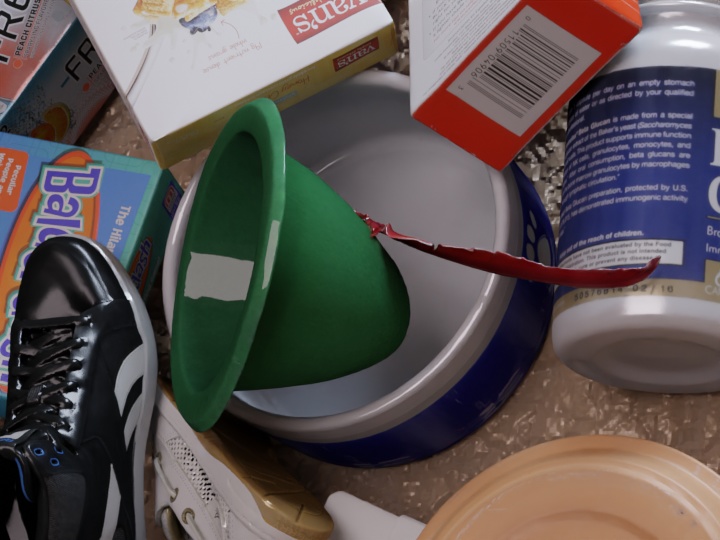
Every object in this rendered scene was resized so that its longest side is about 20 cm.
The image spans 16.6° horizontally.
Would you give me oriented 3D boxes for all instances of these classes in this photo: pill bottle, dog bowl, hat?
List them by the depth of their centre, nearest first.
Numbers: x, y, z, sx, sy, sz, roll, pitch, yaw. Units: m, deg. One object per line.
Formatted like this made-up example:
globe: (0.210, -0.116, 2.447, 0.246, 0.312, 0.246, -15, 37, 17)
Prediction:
pill bottle: (0.156, -0.049, 1.221, 0.111, 0.111, 0.201, -4, 68, 26)
hat: (0.014, 0.016, 1.224, 0.200, 0.176, 0.166, -119, 44, -65)
dog bowl: (0.000, 0.000, 1.300, 0.200, 0.079, 0.201, -10, 66, 24)

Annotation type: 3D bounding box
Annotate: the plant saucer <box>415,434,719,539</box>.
plant saucer: (0.100, 0.169, 1.126, 0.200, 0.032, 0.201, -10, 64, 22)

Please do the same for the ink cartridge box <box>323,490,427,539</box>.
ink cartridge box: (0.053, 0.198, 1.196, 0.200, 0.068, 0.115, 22, 79, 32)

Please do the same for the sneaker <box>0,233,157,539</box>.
sneaker: (-0.154, 0.070, 1.228, 0.073, 0.112, 0.201, -12, 75, 19)

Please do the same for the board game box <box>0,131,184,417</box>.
board game box: (-0.215, -0.002, 1.363, 0.199, 0.045, 0.153, 11, 69, 18)

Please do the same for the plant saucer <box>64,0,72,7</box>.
plant saucer: (-0.078, -0.202, 1.393, 0.200, 0.048, 0.200, 42, 84, 0)

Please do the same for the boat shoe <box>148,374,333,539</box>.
boat shoe: (-0.079, 0.114, 1.267, 0.069, 0.071, 0.200, -61, 25, 7)

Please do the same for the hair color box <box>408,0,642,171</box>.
hair color box: (0.080, -0.157, 1.268, 0.111, 0.064, 0.200, -45, 27, 31)

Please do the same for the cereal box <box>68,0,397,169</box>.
cereal box: (-0.088, -0.168, 1.313, 0.144, 0.040, 0.200, -28, 66, -7)

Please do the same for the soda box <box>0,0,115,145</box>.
soda box: (-0.166, -0.153, 1.450, 0.064, 0.068, 0.200, 31, 82, 32)
